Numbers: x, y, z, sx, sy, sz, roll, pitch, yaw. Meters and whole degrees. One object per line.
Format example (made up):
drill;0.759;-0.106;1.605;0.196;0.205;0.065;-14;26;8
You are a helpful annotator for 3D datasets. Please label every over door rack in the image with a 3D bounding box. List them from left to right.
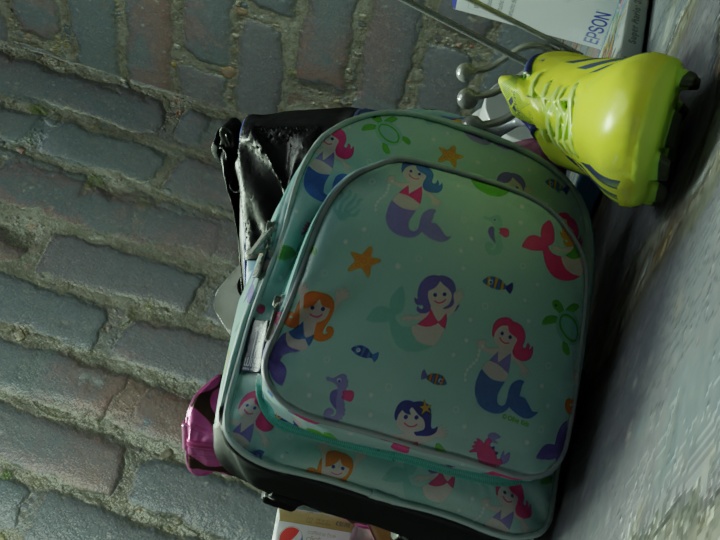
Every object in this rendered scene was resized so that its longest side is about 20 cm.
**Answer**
over door rack;0.061;-0.141;0.674;0.067;0.200;0.148;-50;12;19

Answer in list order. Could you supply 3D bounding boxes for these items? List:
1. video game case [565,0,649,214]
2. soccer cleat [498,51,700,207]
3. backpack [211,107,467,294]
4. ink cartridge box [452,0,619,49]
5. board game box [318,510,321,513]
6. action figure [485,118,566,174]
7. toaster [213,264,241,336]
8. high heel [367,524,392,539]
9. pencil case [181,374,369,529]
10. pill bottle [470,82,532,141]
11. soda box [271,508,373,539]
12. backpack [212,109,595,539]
video game case;0.173;-0.113;0.803;0.200;0.018;0.143;-69;-5;-48
soccer cleat;0.102;-0.071;0.516;0.200;0.084;0.065;-50;-23;-80
backpack;0.000;0.000;0.724;0.183;0.134;0.200;-5;-86;-67
ink cartridge box;0.129;-0.257;0.887;0.200;0.200;0.041;89;-161;-74
board game box;0.009;0.194;1.083;0.057;0.200;0.165;-40;8;20
action figure;0.094;-0.068;0.885;0.200;0.149;0.134;-7;-81;-56
toaster;-0.006;0.039;0.938;0.200;0.181;0.119;-47;-31;6
high heel;0.010;0.123;0.632;0.067;0.200;0.096;-28;28;47
pencil case;-0.036;0.140;0.810;0.094;0.200;0.091;-36;-43;-59
pill bottle;0.150;-0.104;1.166;0.200;0.111;0.111;100;-171;-58
soda box;-0.016;0.247;0.916;0.200;0.068;0.064;60;-142;-64
backpack;0.028;0.021;0.555;0.151;0.177;0.200;120;167;-65
